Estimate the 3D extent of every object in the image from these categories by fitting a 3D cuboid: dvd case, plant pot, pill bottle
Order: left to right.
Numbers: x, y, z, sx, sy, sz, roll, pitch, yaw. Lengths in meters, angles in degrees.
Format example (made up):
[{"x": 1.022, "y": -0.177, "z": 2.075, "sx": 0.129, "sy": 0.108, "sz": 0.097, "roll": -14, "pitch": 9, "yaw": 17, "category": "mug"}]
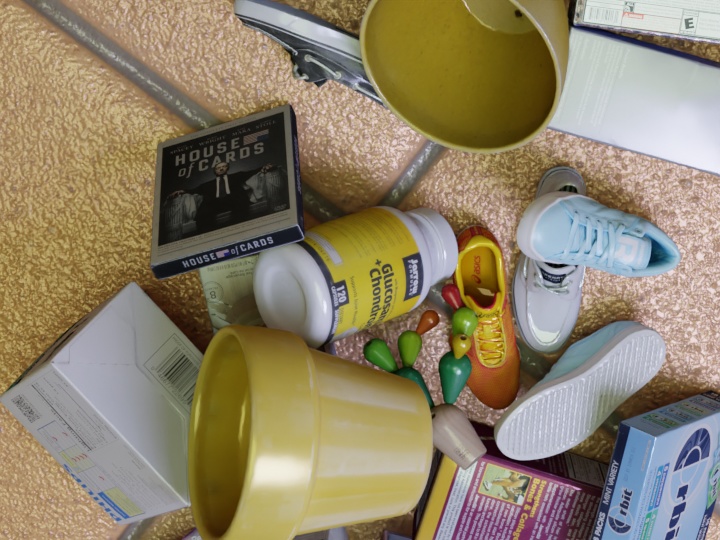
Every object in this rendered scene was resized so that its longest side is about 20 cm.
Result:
[{"x": -0.132, "y": -0.081, "z": 1.404, "sx": 0.150, "sy": 0.200, "sz": 0.025, "roll": -16, "pitch": 131, "yaw": 8, "category": "dvd case"}, {"x": -0.044, "y": 0.157, "z": 1.313, "sx": 0.188, "sy": 0.201, "sz": 0.202, "roll": 6, "pitch": 107, "yaw": -23, "category": "plant pot"}, {"x": 0.000, "y": 0.000, "z": 1.409, "sx": 0.112, "sy": 0.200, "sz": 0.112, "roll": 24, "pitch": 124, "yaw": 42, "category": "pill bottle"}, {"x": 0.118, "y": -0.233, "z": 1.354, "sx": 0.199, "sy": 0.142, "sz": 0.201, "roll": 18, "pitch": 138, "yaw": 17, "category": "plant pot"}]

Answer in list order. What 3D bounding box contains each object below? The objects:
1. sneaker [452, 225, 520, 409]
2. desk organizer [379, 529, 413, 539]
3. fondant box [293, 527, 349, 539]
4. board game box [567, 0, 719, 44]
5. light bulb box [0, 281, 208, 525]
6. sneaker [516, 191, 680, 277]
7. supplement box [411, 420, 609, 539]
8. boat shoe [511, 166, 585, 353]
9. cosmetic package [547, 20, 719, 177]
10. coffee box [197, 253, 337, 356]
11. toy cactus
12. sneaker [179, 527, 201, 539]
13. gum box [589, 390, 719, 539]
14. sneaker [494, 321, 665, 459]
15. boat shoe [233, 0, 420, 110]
[{"x": 0.125, "y": 0.055, "z": 1.479, "sx": 0.073, "sy": 0.077, "sz": 0.201, "roll": -11, "pitch": 105, "yaw": 5, "category": "sneaker"}, {"x": 0.104, "y": 0.349, "z": 1.528, "sx": 0.199, "sy": 0.072, "sz": 0.077, "roll": 19, "pitch": 103, "yaw": -23, "category": "desk organizer"}, {"x": -0.037, "y": 0.353, "z": 1.505, "sx": 0.058, "sy": 0.200, "sz": 0.145, "roll": -16, "pitch": 104, "yaw": 8, "category": "fondant box"}, {"x": 0.293, "y": -0.327, "z": 1.355, "sx": 0.159, "sy": 0.097, "sz": 0.201, "roll": 8, "pitch": 105, "yaw": 2, "category": "board game box"}, {"x": -0.239, "y": 0.142, "z": 1.452, "sx": 0.198, "sy": 0.200, "sz": 0.125, "roll": 49, "pitch": 59, "yaw": -9, "category": "light bulb box"}, {"x": 0.241, "y": -0.033, "z": 1.390, "sx": 0.199, "sy": 0.082, "sz": 0.074, "roll": 3, "pitch": 100, "yaw": -41, "category": "sneaker"}, {"x": 0.167, "y": 0.253, "z": 1.513, "sx": 0.199, "sy": 0.103, "sz": 0.131, "roll": 18, "pitch": 103, "yaw": 0, "category": "supplement box"}, {"x": 0.194, "y": -0.005, "z": 1.462, "sx": 0.073, "sy": 0.067, "sz": 0.201, "roll": 2, "pitch": 105, "yaw": 4, "category": "boat shoe"}, {"x": 0.283, "y": -0.171, "z": 1.405, "sx": 0.199, "sy": 0.090, "sz": 0.107, "roll": 16, "pitch": 105, "yaw": -3, "category": "cosmetic package"}, {"x": -0.090, "y": 0.070, "z": 1.495, "sx": 0.114, "sy": 0.080, "sz": 0.201, "roll": -11, "pitch": 104, "yaw": 7, "category": "coffee box"}, {"x": 0.063, "y": 0.127, "z": 1.432, "sx": 0.200, "sy": 0.102, "sz": 0.165, "roll": -42, "pitch": 76, "yaw": 1, "category": "toy cactus"}, {"x": -0.166, "y": 0.305, "z": 1.571, "sx": 0.200, "sy": 0.089, "sz": 0.080, "roll": -20, "pitch": 145, "yaw": 28, "category": "sneaker"}, {"x": 0.311, "y": 0.222, "z": 1.454, "sx": 0.044, "sy": 0.200, "sz": 0.171, "roll": 22, "pitch": 108, "yaw": 35, "category": "gum box"}, {"x": 0.220, "y": 0.123, "z": 1.470, "sx": 0.200, "sy": 0.082, "sz": 0.074, "roll": -32, "pitch": 105, "yaw": -4, "category": "sneaker"}, {"x": -0.040, "y": -0.215, "z": 1.422, "sx": 0.199, "sy": 0.071, "sz": 0.064, "roll": 23, "pitch": 104, "yaw": -4, "category": "boat shoe"}]
